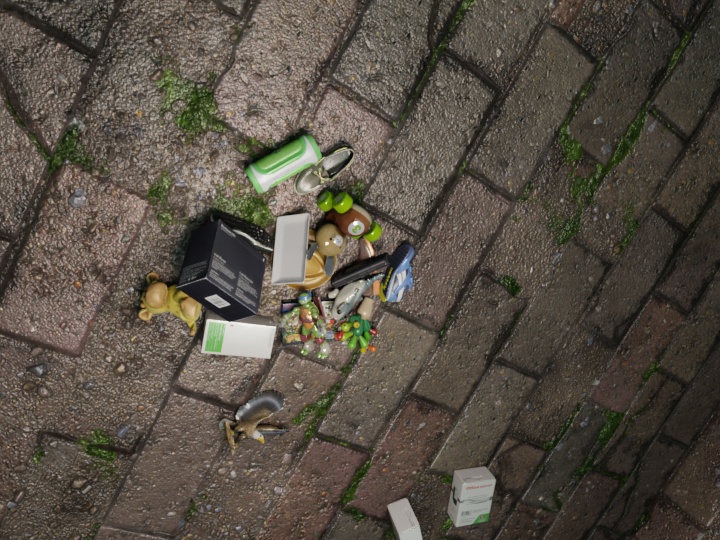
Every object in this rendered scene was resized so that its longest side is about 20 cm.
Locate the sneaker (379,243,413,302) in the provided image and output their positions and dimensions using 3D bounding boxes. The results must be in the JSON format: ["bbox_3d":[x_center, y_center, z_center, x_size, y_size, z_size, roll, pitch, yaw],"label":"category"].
[{"bbox_3d":[0.127,0.010,1.615,0.082,0.074,0.201,14,110,-23],"label":"sneaker"}]

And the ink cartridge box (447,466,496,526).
[{"bbox_3d":[0.426,0.867,1.988,0.146,0.083,0.201,0,108,-18],"label":"ink cartridge box"}]

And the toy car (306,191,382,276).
[{"bbox_3d":[-0.069,-0.092,1.445,0.164,0.157,0.201,41,74,-34],"label":"toy car"}]

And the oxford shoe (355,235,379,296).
[{"bbox_3d":[0.010,-0.010,1.570,0.072,0.071,0.201,-12,111,-9],"label":"oxford shoe"}]

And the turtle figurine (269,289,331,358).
[{"bbox_3d":[-0.164,0.176,1.483,0.143,0.200,0.195,-13,120,3],"label":"turtle figurine"}]

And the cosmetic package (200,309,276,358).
[{"bbox_3d":[-0.356,0.186,1.507,0.199,0.085,0.108,8,103,-19],"label":"cosmetic package"}]

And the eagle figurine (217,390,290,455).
[{"bbox_3d":[-0.328,0.483,1.610,0.199,0.151,0.152,-26,162,-40],"label":"eagle figurine"}]

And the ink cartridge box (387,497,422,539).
[{"bbox_3d":[0.172,0.974,1.907,0.082,0.146,0.201,-17,112,-10],"label":"ink cartridge box"}]

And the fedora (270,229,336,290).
[{"bbox_3d":[-0.158,-0.022,1.502,0.199,0.082,0.202,-6,110,-16],"label":"fedora"}]

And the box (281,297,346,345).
[{"bbox_3d":[-0.143,0.154,1.591,0.199,0.038,0.138,-3,108,-17],"label":"box"}]

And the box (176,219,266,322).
[{"bbox_3d":[-0.355,0.005,1.353,0.104,0.183,0.200,-15,141,26],"label":"box"}]

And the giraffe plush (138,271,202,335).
[{"bbox_3d":[-0.511,0.070,1.400,0.161,0.173,0.200,12,139,-11],"label":"giraffe plush"}]

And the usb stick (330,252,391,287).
[{"bbox_3d":[0.000,0.000,1.521,0.199,0.056,0.033,-23,122,22],"label":"usb stick"}]

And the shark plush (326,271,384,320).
[{"bbox_3d":[-0.017,0.066,1.557,0.200,0.091,0.083,-48,136,-7],"label":"shark plush"}]

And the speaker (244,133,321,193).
[{"bbox_3d":[-0.208,-0.289,1.396,0.199,0.088,0.089,-31,114,-6],"label":"speaker"}]

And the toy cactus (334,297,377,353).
[{"bbox_3d":[0.003,0.165,1.592,0.200,0.102,0.166,29,79,-51],"label":"toy cactus"}]

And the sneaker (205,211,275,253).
[{"bbox_3d":[-0.338,-0.089,1.441,0.199,0.076,0.088,26,123,-27],"label":"sneaker"}]

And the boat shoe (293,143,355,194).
[{"bbox_3d":[-0.101,-0.282,1.446,0.201,0.060,0.072,-38,115,-3],"label":"boat shoe"}]

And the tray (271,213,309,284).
[{"bbox_3d":[-0.191,-0.058,1.441,0.107,0.022,0.201,-4,74,22],"label":"tray"}]
